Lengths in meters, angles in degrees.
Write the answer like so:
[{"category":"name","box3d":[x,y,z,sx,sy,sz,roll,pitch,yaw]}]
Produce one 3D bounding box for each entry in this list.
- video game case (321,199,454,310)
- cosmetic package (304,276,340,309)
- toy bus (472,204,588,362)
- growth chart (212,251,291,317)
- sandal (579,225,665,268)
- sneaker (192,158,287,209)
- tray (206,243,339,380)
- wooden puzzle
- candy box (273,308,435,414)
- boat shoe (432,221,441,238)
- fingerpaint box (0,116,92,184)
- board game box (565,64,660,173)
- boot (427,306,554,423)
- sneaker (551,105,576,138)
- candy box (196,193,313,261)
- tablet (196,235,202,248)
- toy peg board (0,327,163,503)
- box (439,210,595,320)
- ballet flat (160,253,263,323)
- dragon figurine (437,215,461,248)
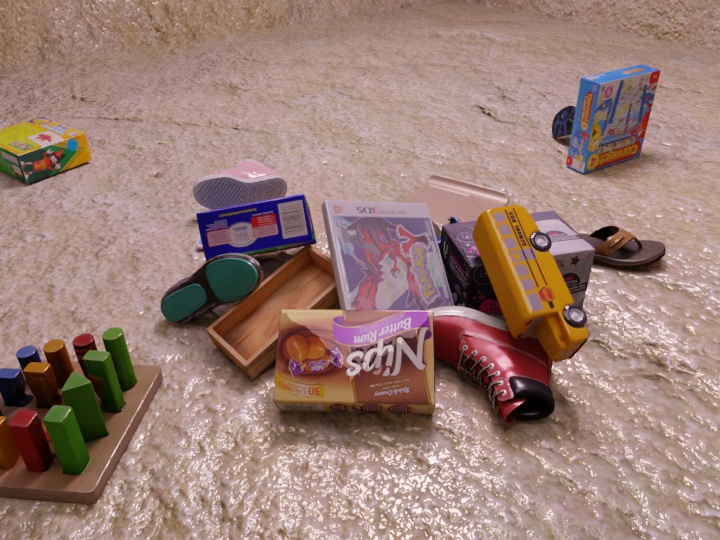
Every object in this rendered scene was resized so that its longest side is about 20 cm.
[{"category":"video game case","box3d":[0.043,-0.008,0.882,0.178,0.023,0.205,-1,66,-27]},{"category":"cosmetic package","box3d":[0.000,0.000,0.981,0.081,0.052,0.199,16,37,29]},{"category":"toy bus","box3d":[0.215,0.016,0.780,0.076,0.066,0.204,-9,61,-12]},{"category":"growth chart","box3d":[-0.174,0.018,0.991,0.197,0.018,0.144,-23,38,-30]},{"category":"sandal","box3d":[0.421,-0.051,1.042,0.195,0.056,0.082,11,34,19]},{"category":"sneaker","box3d":[-0.256,-0.177,1.239,0.196,0.077,0.105,-9,34,-32]},{"category":"tray","box3d":[-0.111,0.053,0.864,0.098,0.038,0.199,31,62,35]},{"category":"wooden puzzle","box3d":[0.169,-0.112,1.172,0.181,0.038,0.200,19,43,28]},{"category":"candy box","box3d":[-0.005,0.113,0.755,0.194,0.057,0.120,1,66,4]},{"category":"boat shoe","box3d":[0.052,-0.082,1.095,0.194,0.074,0.068,12,8,10]},{"category":"fingerpaint box","box3d":[-0.767,-0.287,1.435,0.197,0.075,0.166,22,40,31]},{"category":"board game box","box3d":[0.561,-0.338,1.353,0.196,0.200,0.056,-18,36,-25]},{"category":"boot","box3d":[0.147,0.122,0.772,0.194,0.074,0.145,10,35,10]},{"category":"sneaker","box3d":[0.542,-0.365,1.468,0.075,0.078,0.199,6,-7,-23]},{"category":"candy box","box3d":[-0.158,-0.066,0.978,0.164,0.079,0.200,-10,4,-2]},{"category":"tablet","box3d":[-0.205,-0.081,1.151,0.194,0.014,0.131,-5,33,-4]},{"category":"toy peg board","box3d":[-0.369,0.150,0.716,0.193,0.100,0.202,2,32,5]},{"category":"box","box3d":[0.230,-0.004,0.919,0.194,0.117,0.133,-8,32,-11]},{"category":"ballet flat","box3d":[-0.210,0.018,0.889,0.197,0.073,0.073,-23,22,28]},{"category":"dragon figurine","box3d":[0.181,-0.036,1.012,0.195,0.060,0.101,9,52,18]}]
